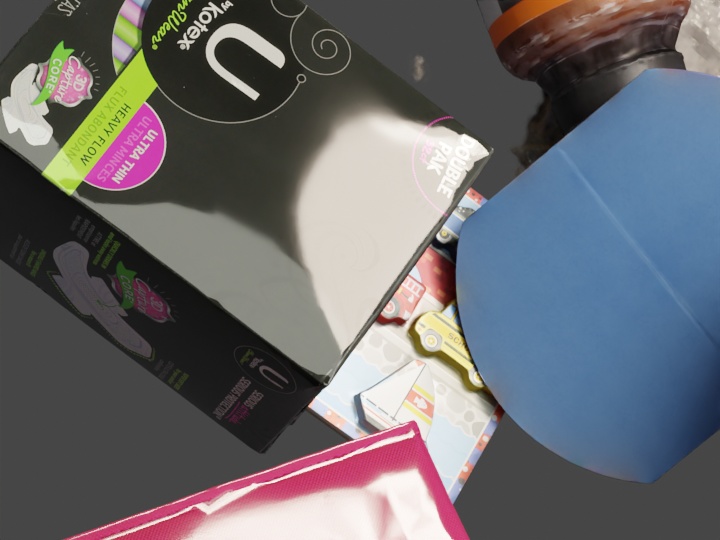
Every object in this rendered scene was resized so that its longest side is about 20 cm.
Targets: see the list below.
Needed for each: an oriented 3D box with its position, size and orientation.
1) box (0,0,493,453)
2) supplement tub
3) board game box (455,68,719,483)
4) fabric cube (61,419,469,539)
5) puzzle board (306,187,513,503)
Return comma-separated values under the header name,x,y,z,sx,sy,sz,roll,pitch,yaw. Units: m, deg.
name,x,y,z,sx,sy,sz,roll,pitch,yaw
box,-0.070,-0.043,1.255,0.200,0.124,0.149,38,66,-2
supplement tub,0.102,-0.170,1.400,0.107,0.107,0.201,-14,79,-27
board game box,0.146,0.001,1.348,0.200,0.039,0.158,-40,81,10
fabric cube,-0.047,0.212,1.143,0.196,0.200,0.200,-18,72,-27
puzzle board,0.000,0.000,1.349,0.200,0.017,0.151,36,62,-9
